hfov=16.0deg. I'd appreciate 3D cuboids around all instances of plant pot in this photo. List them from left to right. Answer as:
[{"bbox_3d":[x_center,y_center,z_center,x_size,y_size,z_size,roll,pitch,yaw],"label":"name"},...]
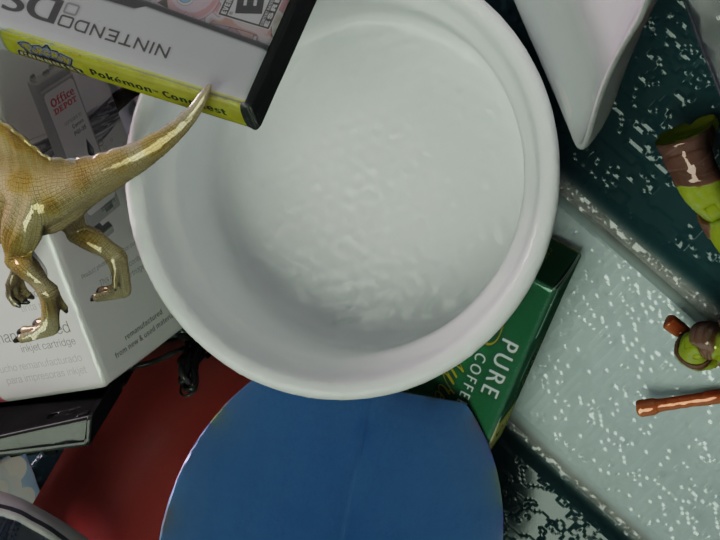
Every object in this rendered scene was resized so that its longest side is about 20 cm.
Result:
[{"bbox_3d":[-0.097,0.164,1.340,0.199,0.177,0.202,11,120,19],"label":"plant pot"}]

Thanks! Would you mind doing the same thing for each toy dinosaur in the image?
[{"bbox_3d":[-0.144,-0.025,1.142,0.199,0.058,0.102,-4,114,37],"label":"toy dinosaur"}]

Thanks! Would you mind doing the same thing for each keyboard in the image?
[{"bbox_3d":[-0.129,0.057,1.289,0.126,0.200,0.021,-13,102,7],"label":"keyboard"}]

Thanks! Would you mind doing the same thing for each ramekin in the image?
[{"bbox_3d":[0.000,-0.043,1.188,0.199,0.098,0.202,0,90,12],"label":"ramekin"}]

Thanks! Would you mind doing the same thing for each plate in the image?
[{"bbox_3d":[0.079,-0.172,1.059,0.032,0.200,0.201,-20,76,-7],"label":"plate"}]

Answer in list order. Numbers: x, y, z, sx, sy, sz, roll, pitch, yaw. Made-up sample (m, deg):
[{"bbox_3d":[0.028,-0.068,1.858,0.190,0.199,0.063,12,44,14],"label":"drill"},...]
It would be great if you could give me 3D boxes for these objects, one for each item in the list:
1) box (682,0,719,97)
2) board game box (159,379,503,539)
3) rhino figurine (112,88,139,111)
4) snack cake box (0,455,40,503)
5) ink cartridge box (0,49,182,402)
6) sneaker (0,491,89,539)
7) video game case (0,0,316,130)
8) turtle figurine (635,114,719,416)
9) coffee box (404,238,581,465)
[{"bbox_3d":[0.211,-0.104,1.027,0.104,0.200,0.183,-17,108,25],"label":"box"},{"bbox_3d":[-0.020,0.131,1.247,0.039,0.199,0.159,11,90,55],"label":"board game box"},{"bbox_3d":[-0.166,-0.045,1.333,0.087,0.060,0.201,31,124,11],"label":"rhino figurine"},{"bbox_3d":[-0.211,0.193,1.453,0.115,0.067,0.201,12,125,54],"label":"snack cake box"},{"bbox_3d":[-0.189,-0.041,1.257,0.146,0.083,0.201,-9,108,35],"label":"ink cartridge box"},{"bbox_3d":[-0.137,0.190,1.217,0.200,0.079,0.079,41,127,2],"label":"sneaker"},{"bbox_3d":[-0.090,-0.178,1.156,0.180,0.201,0.026,18,161,16],"label":"video game case"},{"bbox_3d":[0.186,0.008,1.184,0.199,0.064,0.162,-9,105,43],"label":"turtle figurine"},{"bbox_3d":[0.000,0.000,1.286,0.199,0.044,0.124,27,125,11],"label":"coffee box"}]
